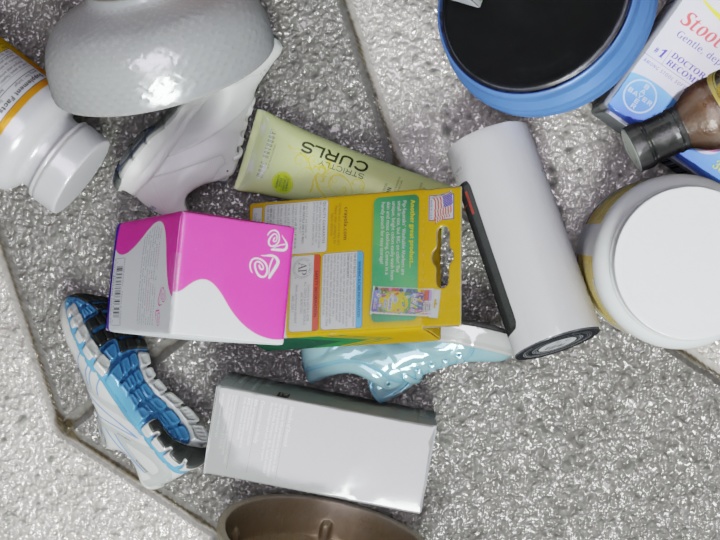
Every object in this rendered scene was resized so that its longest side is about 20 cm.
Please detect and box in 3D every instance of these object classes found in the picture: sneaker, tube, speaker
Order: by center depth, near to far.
[{"bbox_3d":[0.143,-0.028,1.341,0.081,0.081,0.201,-18,76,2],"label":"speaker"},{"bbox_3d":[0.043,0.080,1.379,0.199,0.074,0.082,4,93,13],"label":"sneaker"},{"bbox_3d":[-0.136,-0.133,1.387,0.087,0.075,0.200,40,95,-16],"label":"sneaker"},{"bbox_3d":[-0.012,-0.080,1.387,0.199,0.052,0.058,19,54,5],"label":"tube"},{"bbox_3d":[-0.225,0.115,1.391,0.087,0.075,0.200,-42,76,35],"label":"sneaker"}]

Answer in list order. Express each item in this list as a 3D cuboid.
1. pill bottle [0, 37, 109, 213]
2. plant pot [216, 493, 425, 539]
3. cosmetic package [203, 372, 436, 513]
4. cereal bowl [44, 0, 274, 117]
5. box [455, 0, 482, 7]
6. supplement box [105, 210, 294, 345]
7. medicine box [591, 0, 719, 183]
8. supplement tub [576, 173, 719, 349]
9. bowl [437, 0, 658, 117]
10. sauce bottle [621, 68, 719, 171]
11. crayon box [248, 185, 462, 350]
[{"bbox_3d":[-0.328,-0.144,1.363,0.200,0.111,0.111,37,92,1],"label":"pill bottle"},{"bbox_3d":[-0.045,0.322,1.340,0.200,0.200,0.184,13,104,2],"label":"plant pot"},{"bbox_3d":[-0.033,0.153,1.364,0.199,0.107,0.091,8,92,0],"label":"cosmetic package"},{"bbox_3d":[-0.179,-0.210,1.307,0.199,0.200,0.084,-12,117,2],"label":"cereal bowl"},{"bbox_3d":[0.047,-0.355,1.324,0.176,0.097,0.201,19,92,23],"label":"box"},{"bbox_3d":[-0.141,0.009,1.303,0.103,0.200,0.102,7,86,-22],"label":"supplement box"},{"bbox_3d":[0.337,-0.172,1.344,0.182,0.103,0.200,35,93,1],"label":"medicine box"},{"bbox_3d":[0.265,-0.008,1.301,0.145,0.200,0.146,0,92,2],"label":"supplement tub"},{"bbox_3d":[0.159,-0.235,1.332,0.200,0.039,0.201,-8,73,27],"label":"bowl"},{"bbox_3d":[0.315,-0.140,1.262,0.200,0.065,0.065,-26,90,2],"label":"sauce bottle"},{"bbox_3d":[0.000,0.000,1.331,0.199,0.052,0.126,-4,74,20],"label":"crayon box"}]
